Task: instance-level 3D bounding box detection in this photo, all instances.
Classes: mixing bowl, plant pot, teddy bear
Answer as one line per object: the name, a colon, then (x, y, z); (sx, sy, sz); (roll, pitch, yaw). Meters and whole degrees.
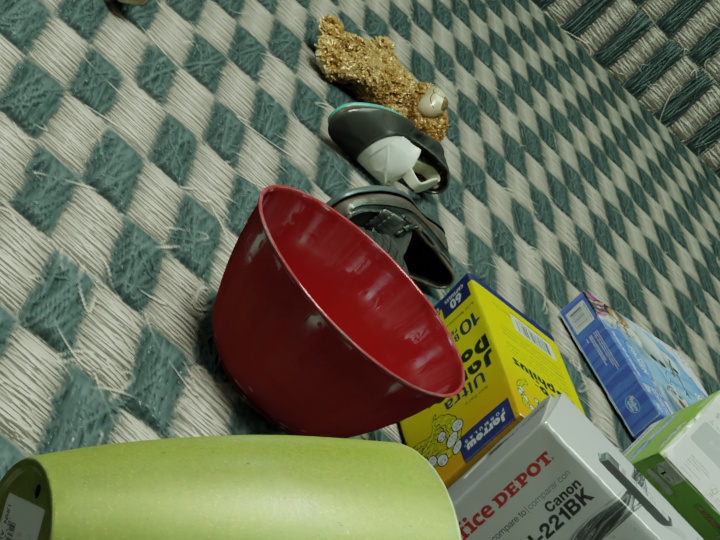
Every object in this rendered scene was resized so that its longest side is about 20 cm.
mixing bowl: (-0.032, 0.048, 1.372); (0.200, 0.108, 0.200); (39, 19, -17)
plant pot: (-0.083, 0.158, 0.950); (0.200, 0.187, 0.187); (16, 31, -30)
teddy bear: (0.026, -0.213, 2.143); (0.200, 0.067, 0.145); (43, 20, -6)

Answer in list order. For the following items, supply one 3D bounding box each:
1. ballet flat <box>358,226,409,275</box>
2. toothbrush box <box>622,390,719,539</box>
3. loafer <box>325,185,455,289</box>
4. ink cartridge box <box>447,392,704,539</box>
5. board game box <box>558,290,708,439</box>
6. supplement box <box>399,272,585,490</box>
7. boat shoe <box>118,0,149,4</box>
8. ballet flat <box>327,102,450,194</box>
ballet flat: (0.000, 0.000, 1.613); (0.057, 0.066, 0.200); (45, 17, 13)
toothbrush box: (0.309, 0.200, 1.692); (0.146, 0.086, 0.200); (46, -18, 4)
loafer: (0.034, -0.027, 1.755); (0.200, 0.072, 0.063); (17, 39, -60)
ink cartridge box: (0.155, 0.211, 1.372); (0.200, 0.144, 0.084); (46, 18, 3)
board game box: (0.326, 0.134, 2.091); (0.199, 0.043, 0.200); (31, 22, -41)
supplement box: (0.104, 0.115, 1.526); (0.109, 0.109, 0.200); (36, 20, -28)
boat shoe: (-0.205, -0.295, 1.803); (0.065, 0.072, 0.200); (35, 15, -27)
ballet flat: (0.040, -0.121, 1.979); (0.200, 0.068, 0.068); (16, 43, -57)
